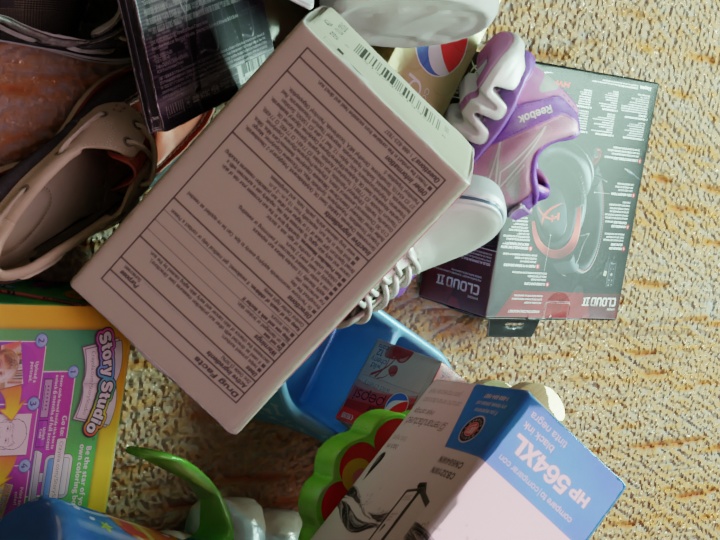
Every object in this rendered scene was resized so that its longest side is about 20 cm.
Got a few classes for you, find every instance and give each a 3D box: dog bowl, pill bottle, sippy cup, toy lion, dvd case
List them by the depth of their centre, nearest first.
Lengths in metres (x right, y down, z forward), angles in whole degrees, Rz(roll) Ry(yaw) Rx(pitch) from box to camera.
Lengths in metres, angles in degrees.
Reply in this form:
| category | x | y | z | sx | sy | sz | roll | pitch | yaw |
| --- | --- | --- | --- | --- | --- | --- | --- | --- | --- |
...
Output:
| category | x | y | z | sx | sy | sz | roll | pitch | yaw |
| --- | --- | --- | --- | --- | --- | --- | --- | --- | --- |
| sippy cup | -0.147 | 0.193 | 0.939 | 0.130 | 0.139 | 0.179 | 33 | 36 | -34 |
| dvd case | -0.103 | -0.192 | 0.960 | 0.149 | 0.016 | 0.203 | -38 | 120 | -60 |
| pill bottle | 0.027 | -0.247 | 1.036 | 0.111 | 0.112 | 0.203 | 6 | 78 | -43 |
| toy lion | 0.058 | 0.171 | 1.060 | 0.191 | 0.068 | 0.202 | -31 | 105 | -24 |
| dog bowl | -0.007 | 0.073 | 1.159 | 0.199 | 0.049 | 0.112 | 35 | 78 | -42 |

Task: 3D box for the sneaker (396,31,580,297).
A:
| category | x | y | z | sx | sy | sz | roll | pitch | yaw |
| --- | --- | --- | --- | --- | --- | --- | --- | --- | --- |
| sneaker | 0.077 | -0.055 | 1.129 | 0.088 | 0.081 | 0.201 | 29 | 113 | -12 |

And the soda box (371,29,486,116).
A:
| category | x | y | z | sx | sy | sz | roll | pitch | yaw |
| --- | --- | --- | --- | --- | --- | --- | --- | --- | --- |
| soda box | 0.018 | -0.126 | 1.117 | 0.068 | 0.064 | 0.202 | 35 | 77 | -42 |

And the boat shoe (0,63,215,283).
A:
| category | x | y | z | sx | sy | sz | roll | pitch | yaw |
| --- | --- | --- | --- | --- | --- | --- | --- | --- | --- |
| boat shoe | -0.153 | -0.058 | 0.981 | 0.199 | 0.062 | 0.072 | -38 | 123 | -30 |

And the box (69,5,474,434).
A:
| category | x | y | z | sx | sy | sz | roll | pitch | yaw |
| --- | --- | --- | --- | --- | --- | --- | --- | --- | --- |
| box | -0.046 | -0.032 | 0.962 | 0.128 | 0.109 | 0.200 | 43 | 104 | -6 |

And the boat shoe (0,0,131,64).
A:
| category | x | y | z | sx | sy | sz | roll | pitch | yaw |
| --- | --- | --- | --- | --- | --- | --- | --- | --- | --- |
| boat shoe | -0.152 | -0.148 | 0.949 | 0.199 | 0.070 | 0.073 | -10 | 108 | -43 |

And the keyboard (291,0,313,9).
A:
| category | x | y | z | sx | sy | sz | roll | pitch | yaw |
| --- | --- | --- | --- | --- | --- | --- | --- | --- | --- |
| keyboard | -0.050 | -0.237 | 0.977 | 0.056 | 0.011 | 0.202 | 18 | 52 | -26 |

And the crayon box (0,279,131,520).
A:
| category | x | y | z | sx | sy | sz | roll | pitch | yaw |
| --- | --- | --- | --- | --- | --- | --- | --- | --- | --- |
| crayon box | -0.206 | 0.108 | 0.982 | 0.118 | 0.058 | 0.203 | 3 | 100 | -43 |

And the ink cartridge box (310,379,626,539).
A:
| category | x | y | z | sx | sy | sz | roll | pitch | yaw |
| --- | --- | --- | --- | --- | --- | --- | --- | --- | --- |
| ink cartridge box | 0.034 | 0.166 | 0.943 | 0.084 | 0.146 | 0.201 | 43 | 76 | -14 |

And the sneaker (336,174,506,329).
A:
| category | x | y | z | sx | sy | sz | roll | pitch | yaw |
| --- | --- | --- | --- | --- | --- | --- | --- | --- | --- |
| sneaker | 0.000 | 0.000 | 1.063 | 0.198 | 0.071 | 0.073 | -18 | 140 | 6 |

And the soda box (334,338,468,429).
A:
| category | x | y | z | sx | sy | sz | roll | pitch | yaw |
| --- | --- | --- | --- | --- | --- | --- | --- | --- | --- |
| soda box | 0.074 | 0.126 | 1.166 | 0.200 | 0.070 | 0.064 | 41 | 73 | -40 |

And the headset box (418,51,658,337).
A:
| category | x | y | z | sx | sy | sz | roll | pitch | yaw |
| --- | --- | --- | --- | --- | --- | --- | --- | --- | --- |
| headset box | 0.128 | -0.049 | 1.231 | 0.147 | 0.075 | 0.203 | 1 | 101 | -42 |

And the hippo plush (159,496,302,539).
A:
| category | x | y | z | sx | sy | sz | roll | pitch | yaw |
| --- | --- | --- | --- | --- | --- | --- | --- | --- | --- |
| hippo plush | -0.065 | 0.245 | 1.078 | 0.200 | 0.160 | 0.160 | -42 | 127 | -26 |

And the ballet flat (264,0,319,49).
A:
| category | x | y | z | sx | sy | sz | roll | pitch | yaw |
| --- | --- | --- | --- | --- | --- | --- | --- | --- | --- |
| ballet flat | -0.047 | -0.190 | 1.051 | 0.067 | 0.046 | 0.203 | -18 | 113 | -37 |
